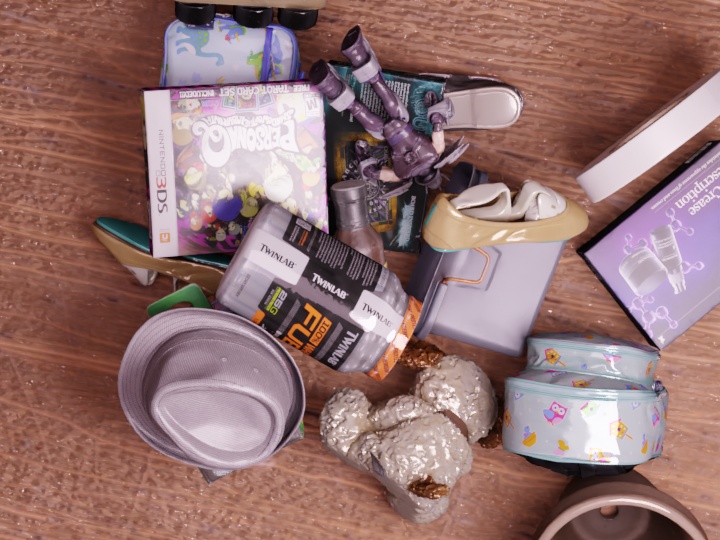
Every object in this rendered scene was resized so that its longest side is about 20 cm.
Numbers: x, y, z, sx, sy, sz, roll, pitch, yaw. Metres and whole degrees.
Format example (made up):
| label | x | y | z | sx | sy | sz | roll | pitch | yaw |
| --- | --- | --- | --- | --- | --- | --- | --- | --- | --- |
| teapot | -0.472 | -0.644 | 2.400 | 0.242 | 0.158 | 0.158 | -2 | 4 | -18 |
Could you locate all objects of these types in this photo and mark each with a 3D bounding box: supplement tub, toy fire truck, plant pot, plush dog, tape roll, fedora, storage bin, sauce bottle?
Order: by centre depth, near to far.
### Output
| label | x | y | z | sx | sy | sz | roll | pitch | yaw |
| --- | --- | --- | --- | --- | --- | --- | --- | --- | --- |
| fedora | -0.153 | 0.138 | 1.545 | 0.199 | 0.090 | 0.178 | 26 | 105 | -13 |
| supplement tub | -0.042 | 0.027 | 1.584 | 0.199 | 0.123 | 0.123 | 29 | 93 | -6 |
| tape roll | 0.319 | -0.146 | 1.610 | 0.202 | 0.203 | 0.037 | -37 | 90 | 3 |
| plant pot | 0.274 | 0.298 | 1.629 | 0.198 | 0.175 | 0.202 | 1 | 108 | 3 |
| plush dog | 0.080 | 0.170 | 1.648 | 0.200 | 0.160 | 0.172 | 43 | 69 | -23 |
| storage bin | 0.141 | -0.002 | 1.660 | 0.133 | 0.146 | 0.202 | 20 | 93 | -9 |
| toy fire truck | -0.125 | -0.377 | 1.667 | 0.174 | 0.201 | 0.130 | 1 | 130 | -8 |
| sauce bottle | 0.000 | 0.000 | 1.670 | 0.064 | 0.065 | 0.202 | -5 | 108 | 2 |

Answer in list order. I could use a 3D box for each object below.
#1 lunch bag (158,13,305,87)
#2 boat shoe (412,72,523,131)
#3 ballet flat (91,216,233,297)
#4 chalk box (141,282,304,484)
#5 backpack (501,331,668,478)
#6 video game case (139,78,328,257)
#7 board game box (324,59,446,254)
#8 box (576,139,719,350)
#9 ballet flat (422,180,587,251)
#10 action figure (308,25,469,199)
| label | x | y | z | sx | sy | sz | roll | pitch | yaw |
| --- | --- | --- | --- | --- | --- | --- | --- | --- | --- |
| lunch bag | -0.147 | -0.184 | 1.687 | 0.159 | 0.082 | 0.202 | 8 | 93 | -2 |
| boat shoe | 0.085 | -0.189 | 1.696 | 0.198 | 0.057 | 0.068 | 3 | 108 | 6 |
| ballet flat | -0.217 | -0.002 | 1.704 | 0.198 | 0.069 | 0.064 | 18 | 107 | 3 |
| chalk box | -0.161 | 0.104 | 1.648 | 0.124 | 0.124 | 0.201 | -26 | 109 | 4 |
| backpack | 0.238 | 0.144 | 1.605 | 0.174 | 0.200 | 0.155 | 7 | 98 | 18 |
| video game case | -0.135 | -0.112 | 1.628 | 0.198 | 0.036 | 0.183 | -4 | 104 | -14 |
| board game box | 0.016 | -0.125 | 1.679 | 0.134 | 0.028 | 0.202 | 10 | 108 | 4 |
| box | 0.364 | -0.029 | 1.674 | 0.200 | 0.079 | 0.141 | -40 | 93 | 3 |
| ballet flat | 0.159 | -0.061 | 1.555 | 0.198 | 0.069 | 0.063 | -10 | 130 | -27 |
| action figure | 0.033 | -0.160 | 1.617 | 0.130 | 0.069 | 0.200 | -36 | 114 | 9 |
